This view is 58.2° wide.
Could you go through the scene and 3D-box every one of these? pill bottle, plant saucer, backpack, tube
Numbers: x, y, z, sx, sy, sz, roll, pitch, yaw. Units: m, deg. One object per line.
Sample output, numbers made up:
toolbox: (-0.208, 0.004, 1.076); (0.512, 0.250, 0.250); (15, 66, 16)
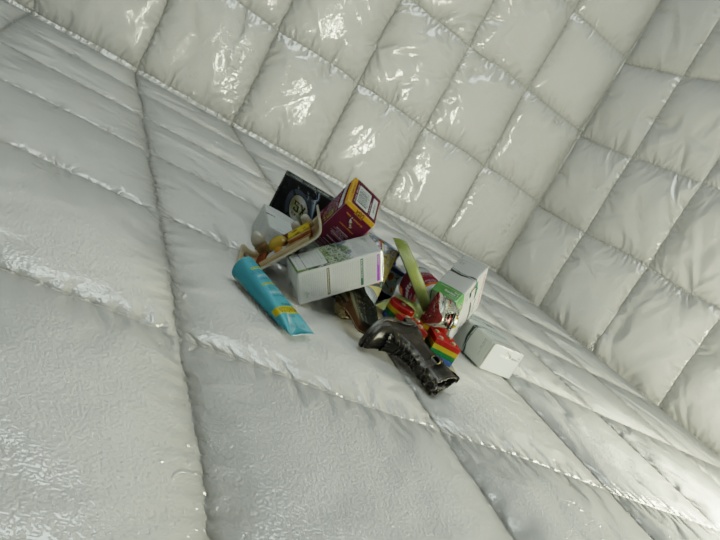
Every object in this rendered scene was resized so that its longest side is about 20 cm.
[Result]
pill bottle: (0.178, 0.058, 1.904); (0.111, 0.115, 0.200); (25, 13, -27)
plant saucer: (0.133, 0.007, 1.622); (0.200, 0.030, 0.205); (-23, 91, -86)
backpack: (0.026, -0.016, 1.749); (0.189, 0.155, 0.200); (37, 4, -29)
tube: (-0.165, 0.055, 1.200); (0.200, 0.051, 0.077); (44, 23, 27)
tube: (0.110, 0.095, 1.675); (0.051, 0.059, 0.199); (28, 4, 34)

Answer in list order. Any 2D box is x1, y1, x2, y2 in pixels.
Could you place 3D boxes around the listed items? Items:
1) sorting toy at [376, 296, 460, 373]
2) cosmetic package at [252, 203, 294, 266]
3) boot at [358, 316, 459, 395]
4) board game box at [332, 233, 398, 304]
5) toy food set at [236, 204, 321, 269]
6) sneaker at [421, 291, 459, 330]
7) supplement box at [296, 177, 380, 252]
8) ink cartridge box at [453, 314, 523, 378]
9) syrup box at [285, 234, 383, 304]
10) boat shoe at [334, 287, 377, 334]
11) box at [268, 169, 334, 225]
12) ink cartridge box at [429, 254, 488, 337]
sorting toy: (0.132, 0.145, 1.528); (0.196, 0.071, 0.200); (29, 12, -16)
cosmetic package: (-0.207, -0.089, 1.601); (0.100, 0.075, 0.200); (27, 11, -22)
boot: (0.105, 0.179, 1.323); (0.197, 0.070, 0.175); (-3, 46, -45)
board game box: (0.000, 0.000, 1.574); (0.133, 0.035, 0.202); (31, 51, -3)
toy food set: (-0.171, -0.076, 1.393); (0.061, 0.197, 0.144); (61, 2, -18)
sneaker: (0.198, 0.099, 1.523); (0.081, 0.079, 0.200); (34, 12, 8)
supplement box: (-0.053, -0.098, 1.473); (0.085, 0.199, 0.111); (40, 32, -16)
ink cartridge box: (0.336, 0.199, 1.803); (0.145, 0.084, 0.200); (23, 13, -36)
syrup box: (-0.053, -0.004, 1.372); (0.195, 0.083, 0.079); (-14, 35, -20)
boat shoe: (-0.019, 0.075, 1.420); (0.075, 0.074, 0.202); (34, 19, -31)
box: (-0.152, -0.146, 1.751); (0.197, 0.166, 0.086); (29, 11, -13)
ink cartridge box: (0.254, 0.074, 1.724); (0.083, 0.149, 0.199); (26, 42, 23)
